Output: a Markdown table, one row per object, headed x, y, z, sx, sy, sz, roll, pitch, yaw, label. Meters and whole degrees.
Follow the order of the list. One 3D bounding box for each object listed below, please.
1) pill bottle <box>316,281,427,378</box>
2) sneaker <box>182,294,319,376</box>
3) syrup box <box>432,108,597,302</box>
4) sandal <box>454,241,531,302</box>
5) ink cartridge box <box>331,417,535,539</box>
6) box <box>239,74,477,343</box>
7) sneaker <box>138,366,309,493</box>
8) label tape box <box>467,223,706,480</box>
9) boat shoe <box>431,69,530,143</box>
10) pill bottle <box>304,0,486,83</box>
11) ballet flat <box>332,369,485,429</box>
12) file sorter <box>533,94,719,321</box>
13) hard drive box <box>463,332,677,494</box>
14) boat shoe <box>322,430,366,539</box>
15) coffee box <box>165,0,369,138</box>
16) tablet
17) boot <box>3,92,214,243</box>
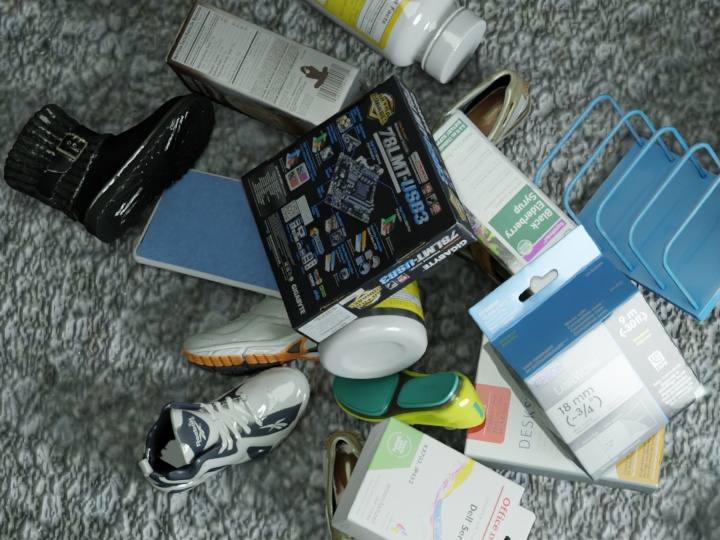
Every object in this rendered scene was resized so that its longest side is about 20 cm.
| x | y | z | sx | sy | sz | roll | pitch | yaw | label |
| --- | --- | --- | --- | --- | --- | --- | --- | --- | --- |
| 0.000 | 0.000 | 1.661 | 0.112 | 0.113 | 0.201 | -12 | 62 | 4 | pill bottle |
| -0.093 | 0.055 | 1.730 | 0.198 | 0.076 | 0.093 | -8 | 70 | -3 | sneaker |
| 0.143 | -0.060 | 1.626 | 0.079 | 0.081 | 0.200 | -44 | 77 | 2 | syrup box |
| 0.147 | -0.018 | 1.693 | 0.082 | 0.055 | 0.200 | -41 | 96 | 2 | sandal |
| 0.086 | 0.246 | 1.627 | 0.199 | 0.067 | 0.118 | 28 | 69 | -9 | ink cartridge box |
| -0.006 | -0.062 | 1.591 | 0.198 | 0.050 | 0.201 | -32 | 55 | 15 | box |
| -0.147 | 0.162 | 1.676 | 0.198 | 0.130 | 0.080 | -26 | 79 | 4 | sneaker |
| 0.220 | 0.080 | 1.560 | 0.144 | 0.063 | 0.200 | -37 | 109 | -2 | label tape box |
| 0.101 | -0.137 | 1.728 | 0.075 | 0.068 | 0.200 | 38 | 84 | 20 | boat shoe |
| 0.034 | -0.293 | 1.756 | 0.200 | 0.111 | 0.112 | 38 | 85 | 11 | pill bottle |
| 0.052 | 0.137 | 1.670 | 0.199 | 0.067 | 0.067 | -1 | 56 | 50 | ballet flat |
| 0.294 | -0.073 | 1.634 | 0.139 | 0.123 | 0.200 | -50 | 46 | -5 | file sorter |
| 0.217 | 0.137 | 1.668 | 0.198 | 0.077 | 0.157 | 7 | 79 | 9 | hard drive box |
| -0.003 | 0.266 | 1.672 | 0.074 | 0.068 | 0.201 | -17 | 78 | 2 | boat shoe |
| -0.097 | -0.208 | 1.754 | 0.199 | 0.114 | 0.080 | 24 | 83 | 12 | coffee box |
| -0.135 | -0.041 | 1.749 | 0.199 | 0.014 | 0.131 | 14 | 60 | 15 | tablet |
| -0.279 | -0.143 | 1.782 | 0.157 | 0.080 | 0.211 | 32 | 68 | 27 | boot |
